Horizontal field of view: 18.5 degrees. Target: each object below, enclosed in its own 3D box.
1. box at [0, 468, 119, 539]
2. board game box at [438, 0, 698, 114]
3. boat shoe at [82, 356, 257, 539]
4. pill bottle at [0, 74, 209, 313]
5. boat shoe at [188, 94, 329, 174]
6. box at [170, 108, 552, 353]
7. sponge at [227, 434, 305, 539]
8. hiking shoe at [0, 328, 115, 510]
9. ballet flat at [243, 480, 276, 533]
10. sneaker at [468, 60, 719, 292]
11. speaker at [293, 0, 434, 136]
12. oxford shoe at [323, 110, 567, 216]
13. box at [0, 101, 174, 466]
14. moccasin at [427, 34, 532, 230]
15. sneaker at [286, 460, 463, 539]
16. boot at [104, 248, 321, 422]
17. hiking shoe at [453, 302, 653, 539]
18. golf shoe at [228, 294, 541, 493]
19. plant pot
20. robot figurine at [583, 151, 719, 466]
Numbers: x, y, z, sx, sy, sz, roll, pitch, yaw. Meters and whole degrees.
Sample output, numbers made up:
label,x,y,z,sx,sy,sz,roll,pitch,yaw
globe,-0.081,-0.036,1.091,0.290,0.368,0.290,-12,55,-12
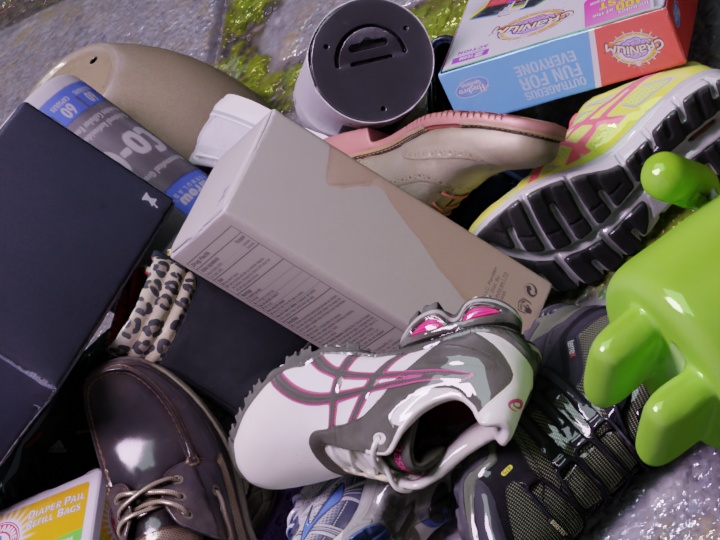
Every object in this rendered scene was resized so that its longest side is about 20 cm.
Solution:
label,x,y,z,sx,sy,sz,roll,pitch,yaw
box,-0.172,0.234,1.283,0.112,0.101,0.200,-23,42,26
board game box,0.142,-0.176,1.428,0.153,0.040,0.200,-14,28,23
boat shoe,-0.102,0.141,1.266,0.074,0.200,0.073,-29,-1,13
pill bottle,-0.151,-0.031,1.486,0.114,0.200,0.114,-52,-8,-10
boat shoe,-0.040,-0.058,1.499,0.200,0.072,0.069,29,82,31
box,0.000,0.000,1.302,0.095,0.200,0.078,-32,29,59
sponge,-0.103,0.193,1.368,0.112,0.030,0.200,2,55,45
hiking shoe,-0.202,0.107,1.511,0.200,0.074,0.087,-52,25,-23
ballet flat,-0.117,0.118,1.391,0.067,0.046,0.200,-51,34,-8
sneaker,0.146,-0.060,1.353,0.200,0.078,0.090,-33,32,1
speaker,0.000,-0.126,1.459,0.081,0.081,0.200,-47,2,-5
oxford shoe,0.049,-0.054,1.357,0.200,0.071,0.074,-10,75,50
box,-0.236,0.037,1.357,0.198,0.123,0.200,-50,9,38
moccasin,0.065,-0.076,1.440,0.080,0.068,0.200,-32,38,15
sneaker,-0.008,0.162,1.283,0.085,0.077,0.200,-2,44,50
boot,-0.064,0.022,1.373,0.073,0.154,0.204,-52,13,36
hiking shoe,0.120,0.095,1.214,0.101,0.076,0.200,-12,46,41
golf shoe,0.005,0.083,1.221,0.200,0.077,0.088,-27,33,27
plant pot,-0.172,-0.089,1.625,0.200,0.134,0.200,-25,40,23
robot figurine,0.210,0.015,1.156,0.200,0.116,0.175,-35,67,-14
